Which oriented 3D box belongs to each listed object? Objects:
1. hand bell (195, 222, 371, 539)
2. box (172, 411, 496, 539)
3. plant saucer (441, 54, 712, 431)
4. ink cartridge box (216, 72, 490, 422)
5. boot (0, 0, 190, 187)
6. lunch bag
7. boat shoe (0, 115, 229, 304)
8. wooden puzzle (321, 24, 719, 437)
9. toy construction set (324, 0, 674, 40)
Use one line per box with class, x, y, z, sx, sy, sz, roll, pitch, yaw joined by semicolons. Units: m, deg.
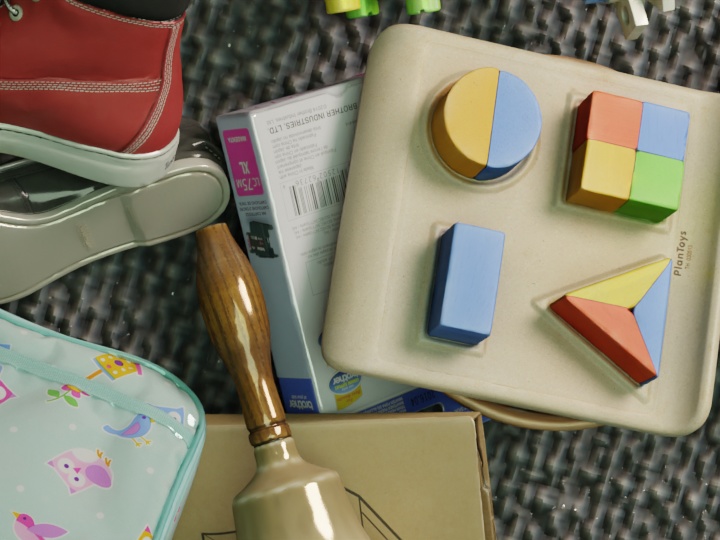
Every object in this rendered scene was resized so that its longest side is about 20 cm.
hand bell;-0.046;0.074;1.097;0.104;0.104;0.201;-14;84;-12
box;-0.024;0.153;1.154;0.199;0.021;0.164;-2;105;22
plant saucer;0.097;-0.013;1.163;0.199;0.037;0.201;2;76;-7
ink cartridge box;0.000;0.000;1.180;0.119;0.042;0.201;-20;98;-37
boot;-0.181;-0.129;1.084;0.199;0.073;0.145;10;128;0
lunch bag;-0.183;0.090;1.088;0.199;0.077;0.161;22;46;0
boat shoe;-0.167;-0.032;1.155;0.199;0.057;0.067;-16;134;-9
wooden puzzle;0.092;-0.024;1.122;0.199;0.046;0.186;11;76;-5
toy construction set;0.064;-0.172;1.153;0.199;0.131;0.093;3;95;-14
